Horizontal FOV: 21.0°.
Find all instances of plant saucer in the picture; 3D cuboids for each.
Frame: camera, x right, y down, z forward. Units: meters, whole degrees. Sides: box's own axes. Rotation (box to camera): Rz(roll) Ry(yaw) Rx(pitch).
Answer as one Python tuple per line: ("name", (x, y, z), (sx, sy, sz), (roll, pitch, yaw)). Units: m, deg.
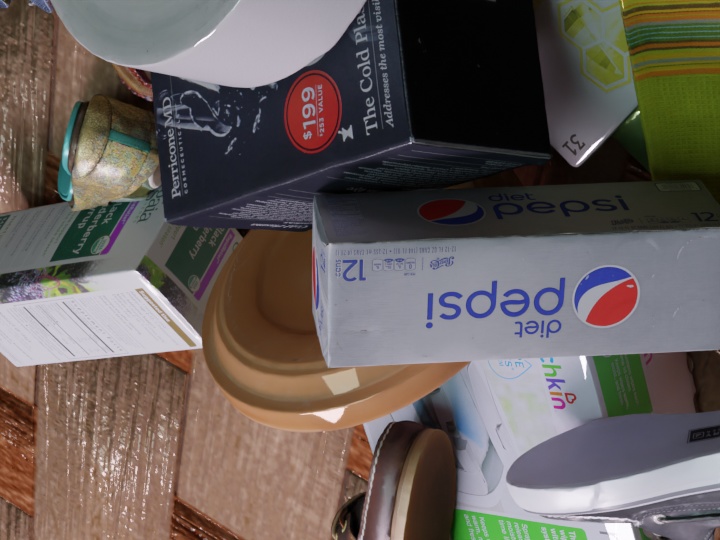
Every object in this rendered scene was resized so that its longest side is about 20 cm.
("plant saucer", (0.000, 0.000, 1.056), (0.199, 0.201, 0.032), (2, 141, 37))

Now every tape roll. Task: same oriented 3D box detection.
("tape roll", (-0.069, -0.190, 0.909), (0.202, 0.071, 0.204), (-5, 83, 45))

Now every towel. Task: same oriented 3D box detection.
("towel", (0.178, -0.075, 0.947), (0.086, 0.018, 0.201), (1, 135, 20))

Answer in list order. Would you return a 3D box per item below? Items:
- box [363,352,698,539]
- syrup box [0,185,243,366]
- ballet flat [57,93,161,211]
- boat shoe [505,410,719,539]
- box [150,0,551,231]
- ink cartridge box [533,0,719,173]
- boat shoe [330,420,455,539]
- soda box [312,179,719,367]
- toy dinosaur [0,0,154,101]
("box", (0.095, 0.072, 1.112), (0.176, 0.097, 0.201), (5, 122, 39))
("syrup box", (-0.172, 0.004, 1.270), (0.199, 0.079, 0.081), (-8, 135, 42))
("ballet flat", (-0.151, -0.068, 1.188), (0.071, 0.071, 0.200), (51, 171, -5))
("boat shoe", (0.173, 0.109, 0.979), (0.199, 0.070, 0.067), (-13, 110, 22))
("box", (-0.015, -0.134, 0.976), (0.182, 0.104, 0.201), (-16, 77, 45))
("ink cartridge box", (0.154, -0.101, 0.973), (0.200, 0.048, 0.146), (46, 137, 4))
("boat shoe", (0.014, 0.164, 1.122), (0.070, 0.070, 0.201), (19, 131, 24))
("soda box", (0.077, 0.001, 0.944), (0.199, 0.064, 0.069), (-3, 115, -7))
("toy dinosaur", (-0.146, -0.218, 1.052), (0.200, 0.182, 0.105), (42, 158, -21))
